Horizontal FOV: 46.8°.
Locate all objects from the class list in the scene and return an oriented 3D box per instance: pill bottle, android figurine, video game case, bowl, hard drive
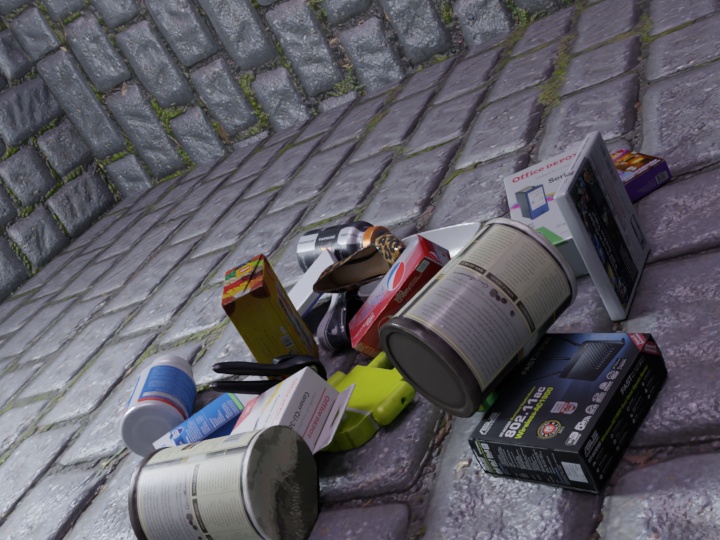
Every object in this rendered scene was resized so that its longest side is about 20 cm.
[{"bbox_3d":[-0.348,0.230,1.462,0.112,0.112,0.200,-26,22,9],"label":"pill bottle"},{"bbox_3d":[-0.003,0.191,1.209,0.200,0.041,0.182,-40,23,-29],"label":"android figurine"},{"bbox_3d":[0.332,-0.063,1.129,0.023,0.200,0.182,-14,26,38],"label":"video game case"},{"bbox_3d":[0.115,0.006,1.429,0.199,0.075,0.200,-11,29,39],"label":"bowl"},{"bbox_3d":[-0.027,-0.042,1.674,0.200,0.106,0.106,-9,29,43],"label":"pill bottle"},{"bbox_3d":[-0.113,0.054,1.571,0.200,0.025,0.132,-50,16,5],"label":"hard drive"}]

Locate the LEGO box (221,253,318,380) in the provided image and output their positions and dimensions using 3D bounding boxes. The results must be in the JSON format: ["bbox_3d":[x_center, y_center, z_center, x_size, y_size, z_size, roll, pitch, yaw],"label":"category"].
[{"bbox_3d":[-0.148,0.093,1.393,0.077,0.200,0.149,-27,21,4],"label":"LEGO box"}]

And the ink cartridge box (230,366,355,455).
[{"bbox_3d":[-0.104,0.212,1.161,0.200,0.067,0.117,-34,21,40],"label":"ink cartridge box"}]

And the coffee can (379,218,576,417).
[{"bbox_3d":[0.143,0.055,1.002,0.200,0.147,0.146,-43,24,-21],"label":"coffee can"}]

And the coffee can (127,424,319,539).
[{"bbox_3d":[-0.174,0.286,1.064,0.200,0.147,0.146,-17,24,30],"label":"coffee can"}]

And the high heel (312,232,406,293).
[{"bbox_3d":[0.000,0.000,1.376,0.142,0.072,0.200,-29,3,-16],"label":"high heel"}]

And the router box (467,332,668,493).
[{"bbox_3d":[0.238,0.153,0.951,0.150,0.062,0.200,-6,31,48],"label":"router box"}]

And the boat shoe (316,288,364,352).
[{"bbox_3d":[-0.015,0.063,1.470,0.068,0.072,0.200,-19,26,30],"label":"boat shoe"}]

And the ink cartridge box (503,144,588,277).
[{"bbox_3d":[0.313,-0.085,1.293,0.145,0.088,0.200,-22,38,21],"label":"ink cartridge box"}]

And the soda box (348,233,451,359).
[{"bbox_3d":[0.061,0.045,1.286,0.200,0.063,0.070,-53,25,25],"label":"soda box"}]

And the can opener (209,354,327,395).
[{"bbox_3d":[-0.136,0.163,1.257,0.200,0.064,0.079,-2,-2,-38],"label":"can opener"}]

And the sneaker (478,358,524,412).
[{"bbox_3d":[0.189,0.118,1.101,0.083,0.074,0.200,4,42,32],"label":"sneaker"}]

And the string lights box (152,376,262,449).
[{"bbox_3d":[-0.224,0.254,1.323,0.200,0.059,0.103,-35,21,-13],"label":"string lights box"}]

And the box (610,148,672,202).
[{"bbox_3d":[0.407,-0.135,1.420,0.200,0.039,0.137,-31,21,-4],"label":"box"}]
